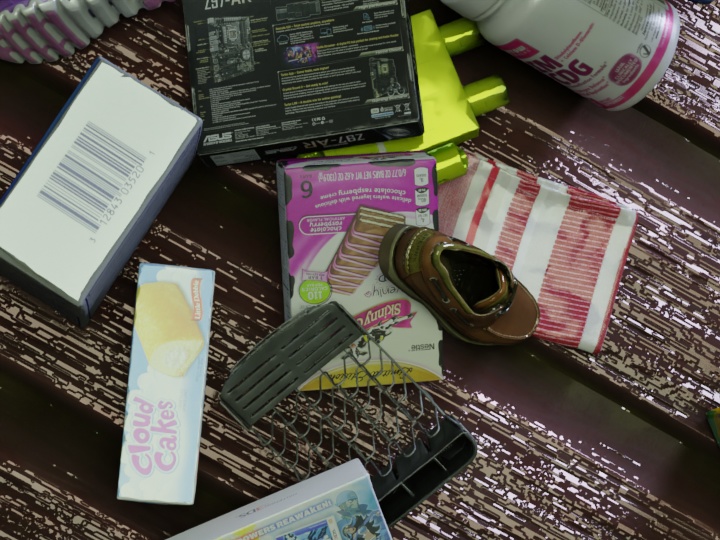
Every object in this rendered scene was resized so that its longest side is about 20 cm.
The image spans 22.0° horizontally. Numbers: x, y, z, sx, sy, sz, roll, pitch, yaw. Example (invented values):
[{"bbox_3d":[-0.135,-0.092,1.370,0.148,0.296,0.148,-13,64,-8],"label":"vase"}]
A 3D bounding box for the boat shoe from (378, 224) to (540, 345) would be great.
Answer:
[{"bbox_3d":[0.100,0.021,1.594,0.200,0.068,0.072,25,78,-44],"label":"boat shoe"}]

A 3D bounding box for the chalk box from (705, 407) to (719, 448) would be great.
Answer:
[{"bbox_3d":[0.419,0.192,1.656,0.124,0.124,0.200,-25,87,-10],"label":"chalk box"}]

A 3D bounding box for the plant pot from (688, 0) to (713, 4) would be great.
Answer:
[{"bbox_3d":[0.277,-0.369,1.657,0.200,0.180,0.200,20,61,-5],"label":"plant pot"}]

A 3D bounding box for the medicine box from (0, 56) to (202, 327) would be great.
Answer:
[{"bbox_3d":[-0.226,-0.061,1.558,0.103,0.200,0.182,33,80,-3],"label":"medicine box"}]

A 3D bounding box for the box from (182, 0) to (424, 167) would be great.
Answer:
[{"bbox_3d":[-0.052,-0.186,1.639,0.200,0.044,0.160,-9,76,6],"label":"box"}]

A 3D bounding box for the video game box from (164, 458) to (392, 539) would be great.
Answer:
[{"bbox_3d":[-0.060,0.281,1.584,0.200,0.047,0.182,-22,112,-7],"label":"video game box"}]

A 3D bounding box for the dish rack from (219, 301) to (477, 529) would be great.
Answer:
[{"bbox_3d":[-0.016,0.129,1.596,0.153,0.055,0.200,-40,113,7],"label":"dish rack"}]

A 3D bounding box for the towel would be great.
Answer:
[{"bbox_3d":[0.146,-0.019,1.695,0.200,0.023,0.144,18,82,-6],"label":"towel"}]

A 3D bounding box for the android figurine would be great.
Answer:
[{"bbox_3d":[0.028,-0.156,1.675,0.200,0.041,0.182,-23,80,-2],"label":"android figurine"}]

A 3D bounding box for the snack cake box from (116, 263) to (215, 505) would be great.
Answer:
[{"bbox_3d":[-0.167,0.100,1.591,0.067,0.115,0.200,5,82,-7],"label":"snack cake box"}]

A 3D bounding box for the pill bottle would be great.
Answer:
[{"bbox_3d":[0.176,-0.234,1.650,0.200,0.113,0.113,27,80,-23],"label":"pill bottle"}]

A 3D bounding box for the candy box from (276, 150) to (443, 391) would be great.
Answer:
[{"bbox_3d":[0.000,0.000,1.626,0.136,0.061,0.200,-5,102,-8],"label":"candy box"}]

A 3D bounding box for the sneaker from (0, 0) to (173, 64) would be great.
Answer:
[{"bbox_3d":[-0.251,-0.257,1.644,0.200,0.080,0.089,-25,63,2],"label":"sneaker"}]
